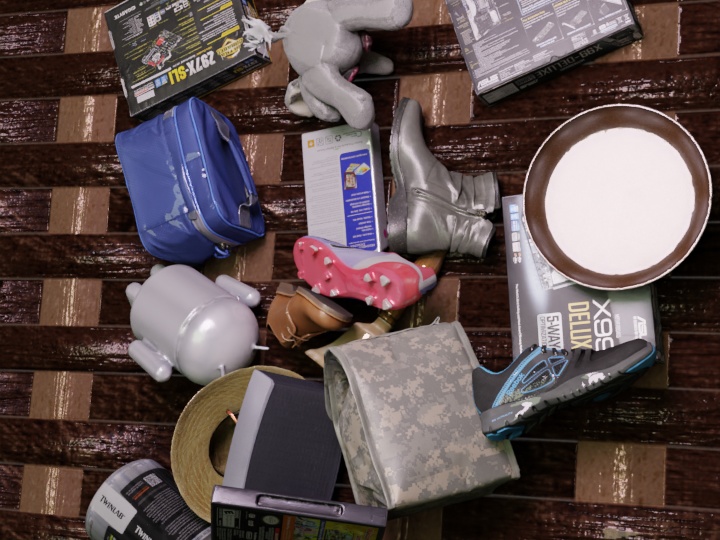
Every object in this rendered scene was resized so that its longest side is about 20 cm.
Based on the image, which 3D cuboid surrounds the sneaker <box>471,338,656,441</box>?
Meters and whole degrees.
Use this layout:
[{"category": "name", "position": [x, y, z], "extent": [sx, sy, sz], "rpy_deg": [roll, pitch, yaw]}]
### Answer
[{"category": "sneaker", "position": [0.208, 0.105, 1.345], "extent": [0.199, 0.073, 0.082], "rpy_deg": [-23, 66, 12]}]

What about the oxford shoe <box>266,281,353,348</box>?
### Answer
[{"category": "oxford shoe", "position": [-0.062, 0.060, 1.495], "extent": [0.071, 0.200, 0.071], "rpy_deg": [31, 81, -15]}]

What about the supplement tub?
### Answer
[{"category": "supplement tub", "position": [-0.223, 0.327, 1.544], "extent": [0.200, 0.122, 0.123], "rpy_deg": [34, 95, 26]}]

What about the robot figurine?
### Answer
[{"category": "robot figurine", "position": [-0.201, 0.067, 1.575], "extent": [0.170, 0.113, 0.200], "rpy_deg": [-41, 50, -21]}]

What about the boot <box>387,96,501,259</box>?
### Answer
[{"category": "boot", "position": [0.101, -0.107, 1.516], "extent": [0.130, 0.068, 0.201], "rpy_deg": [-1, 74, 9]}]

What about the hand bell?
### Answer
[{"category": "hand bell", "position": [0.037, 0.052, 1.509], "extent": [0.104, 0.104, 0.200], "rpy_deg": [37, 84, 25]}]

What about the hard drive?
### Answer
[{"category": "hard drive", "position": [-0.086, 0.225, 1.499], "extent": [0.042, 0.134, 0.201], "rpy_deg": [6, 82, 66]}]

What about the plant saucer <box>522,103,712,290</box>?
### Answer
[{"category": "plant saucer", "position": [0.273, -0.076, 1.370], "extent": [0.199, 0.032, 0.201], "rpy_deg": [-4, 79, 22]}]

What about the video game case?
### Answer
[{"category": "video game case", "position": [-0.071, 0.287, 1.391], "extent": [0.180, 0.200, 0.026], "rpy_deg": [8, 59, -1]}]

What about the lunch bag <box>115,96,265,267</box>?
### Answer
[{"category": "lunch bag", "position": [-0.201, -0.105, 1.601], "extent": [0.132, 0.136, 0.201], "rpy_deg": [-25, 72, 19]}]

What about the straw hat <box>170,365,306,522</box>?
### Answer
[{"category": "straw hat", "position": [-0.142, 0.205, 1.543], "extent": [0.085, 0.200, 0.202], "rpy_deg": [7, 82, 64]}]

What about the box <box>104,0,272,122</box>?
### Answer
[{"category": "box", "position": [-0.230, -0.307, 1.699], "extent": [0.199, 0.049, 0.160], "rpy_deg": [-23, 75, 19]}]

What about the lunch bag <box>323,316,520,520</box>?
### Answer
[{"category": "lunch bag", "position": [0.058, 0.160, 1.418], "extent": [0.163, 0.118, 0.201], "rpy_deg": [-11, 73, -21]}]

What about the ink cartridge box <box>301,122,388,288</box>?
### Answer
[{"category": "ink cartridge box", "position": [-0.018, -0.077, 1.570], "extent": [0.094, 0.037, 0.201], "rpy_deg": [-9, 75, 23]}]

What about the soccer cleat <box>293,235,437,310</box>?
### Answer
[{"category": "soccer cleat", "position": [0.000, 0.000, 1.497], "extent": [0.200, 0.076, 0.067], "rpy_deg": [18, 117, 47]}]

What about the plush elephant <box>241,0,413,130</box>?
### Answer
[{"category": "plush elephant", "position": [-0.028, -0.260, 1.553], "extent": [0.199, 0.155, 0.166], "rpy_deg": [16, 97, 18]}]

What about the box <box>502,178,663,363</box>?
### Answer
[{"category": "box", "position": [0.243, 0.010, 1.419], "extent": [0.157, 0.050, 0.201], "rpy_deg": [-6, 78, 22]}]

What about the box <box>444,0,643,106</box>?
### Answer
[{"category": "box", "position": [0.206, -0.305, 1.499], "extent": [0.199, 0.050, 0.158], "rpy_deg": [-23, 72, 19]}]
